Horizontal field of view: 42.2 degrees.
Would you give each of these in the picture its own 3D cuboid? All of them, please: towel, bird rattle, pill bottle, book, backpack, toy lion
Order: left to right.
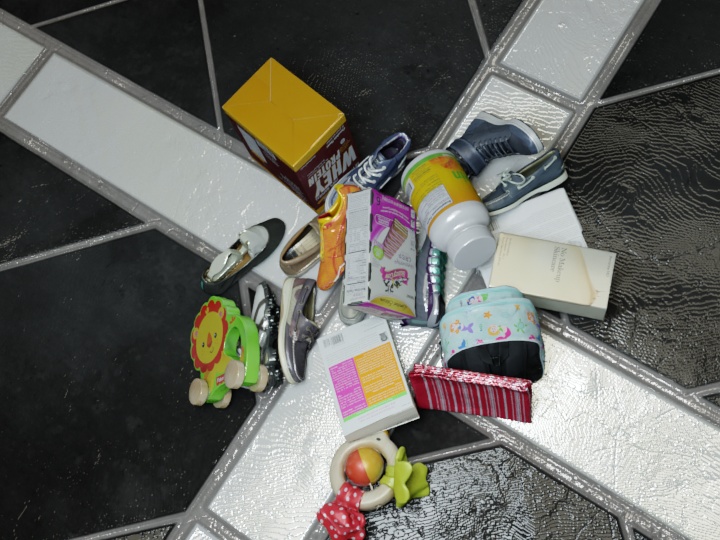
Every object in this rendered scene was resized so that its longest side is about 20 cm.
[{"bbox_3d":[-0.242,0.134,1.643,0.199,0.068,0.194,-27,59,46],"label":"toy lion"},{"bbox_3d":[0.009,0.182,1.611,0.132,0.048,0.202,-21,53,4],"label":"book"},{"bbox_3d":[0.012,0.355,1.554,0.199,0.113,0.164,-30,51,10],"label":"bird rattle"},{"bbox_3d":[0.156,-0.103,1.608,0.110,0.111,0.201,-26,56,1],"label":"pill bottle"},{"bbox_3d":[0.182,0.206,1.531,0.197,0.145,0.023,7,58,15],"label":"towel"},{"bbox_3d":[0.214,0.112,1.531,0.175,0.200,0.152,-10,67,8],"label":"backpack"}]

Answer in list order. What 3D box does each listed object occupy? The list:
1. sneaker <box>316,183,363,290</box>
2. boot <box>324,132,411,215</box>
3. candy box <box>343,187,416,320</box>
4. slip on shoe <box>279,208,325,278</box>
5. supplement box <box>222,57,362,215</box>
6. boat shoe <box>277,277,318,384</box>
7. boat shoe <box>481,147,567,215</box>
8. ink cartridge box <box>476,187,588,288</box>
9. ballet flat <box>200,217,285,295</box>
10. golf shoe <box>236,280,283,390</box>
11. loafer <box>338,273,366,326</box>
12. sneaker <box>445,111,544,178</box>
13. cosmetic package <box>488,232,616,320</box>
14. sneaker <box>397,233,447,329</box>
[{"bbox_3d":[-0.050,-0.062,1.684,0.076,0.073,0.202,13,102,-18],"label":"sneaker"},{"bbox_3d":[0.012,-0.177,1.719,0.073,0.090,0.200,41,68,8],"label":"boot"},{"bbox_3d":[0.036,-0.026,1.612,0.060,0.136,0.203,-10,72,38],"label":"candy box"},{"bbox_3d":[-0.075,-0.071,1.737,0.200,0.061,0.076,-41,67,-6],"label":"slip on shoe"},{"bbox_3d":[-0.120,-0.246,1.738,0.197,0.200,0.133,40,81,22],"label":"supplement box"},{"bbox_3d":[-0.107,0.103,1.671,0.064,0.072,0.202,-9,62,16],"label":"boat shoe"},{"bbox_3d":[0.281,-0.156,1.672,0.198,0.075,0.062,-26,110,-8],"label":"boat shoe"},{"bbox_3d":[0.301,-0.032,1.656,0.198,0.044,0.175,-20,71,3],"label":"ink cartridge box"},{"bbox_3d":[-0.221,-0.031,1.747,0.068,0.069,0.200,41,81,23],"label":"ballet flat"},{"bbox_3d":[-0.192,0.116,1.680,0.093,0.078,0.202,-8,67,9],"label":"golf shoe"},{"bbox_3d":[0.000,0.000,1.688,0.069,0.070,0.202,10,72,11],"label":"loafer"},{"bbox_3d":[0.230,-0.208,1.685,0.146,0.077,0.202,-44,29,-9],"label":"sneaker"},{"bbox_3d":[0.323,0.009,1.578,0.197,0.073,0.105,10,74,13],"label":"cosmetic package"},{"bbox_3d":[0.106,0.004,1.666,0.086,0.074,0.203,-2,69,16],"label":"sneaker"}]
